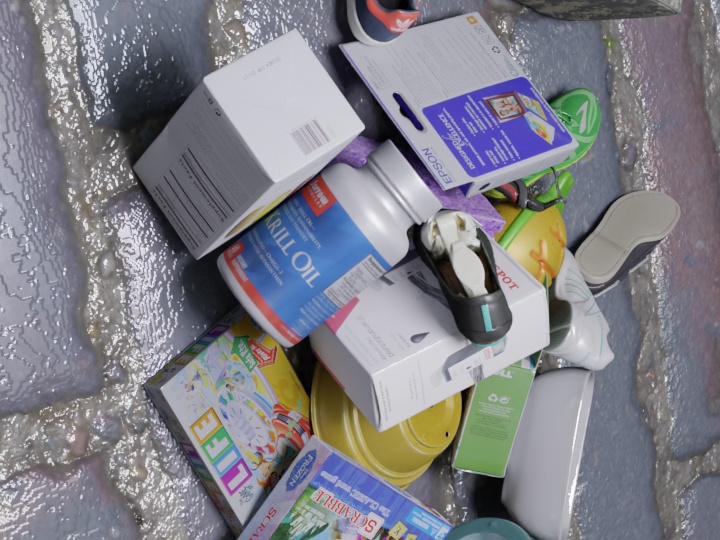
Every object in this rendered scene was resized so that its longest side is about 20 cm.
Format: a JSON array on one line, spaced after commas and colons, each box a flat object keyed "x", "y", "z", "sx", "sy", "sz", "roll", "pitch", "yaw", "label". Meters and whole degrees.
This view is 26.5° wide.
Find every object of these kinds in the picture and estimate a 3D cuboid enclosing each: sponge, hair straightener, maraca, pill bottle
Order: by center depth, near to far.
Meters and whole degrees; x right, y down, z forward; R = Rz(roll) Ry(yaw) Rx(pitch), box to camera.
[{"x": -0.026, "y": -0.030, "z": 1.432, "sx": 0.200, "sy": 0.112, "sz": 0.112, "roll": -40, "pitch": 120, "yaw": 4, "label": "pill bottle"}, {"x": 0.047, "y": -0.089, "z": 1.578, "sx": 0.200, "sy": 0.112, "sz": 0.030, "roll": 10, "pitch": 124, "yaw": -37, "label": "sponge"}, {"x": 0.138, "y": -0.132, "z": 1.622, "sx": 0.200, "sy": 0.041, "sz": 0.077, "roll": 32, "pitch": 71, "yaw": 8, "label": "hair straightener"}, {"x": 0.179, "y": -0.032, "z": 1.684, "sx": 0.107, "sy": 0.137, "sz": 0.200, "roll": 35, "pitch": 52, "yaw": 13, "label": "maraca"}]

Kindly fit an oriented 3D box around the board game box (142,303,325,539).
[{"x": -0.111, "y": 0.153, "z": 1.509, "sx": 0.134, "sy": 0.034, "sz": 0.200, "roll": -42, "pitch": 117, "yaw": -29, "label": "board game box"}]

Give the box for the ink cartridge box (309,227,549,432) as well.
[{"x": 0.065, "y": 0.049, "z": 1.499, "sx": 0.200, "sy": 0.146, "sz": 0.085, "roll": -25, "pitch": 134, "yaw": -18, "label": "ink cartridge box"}]

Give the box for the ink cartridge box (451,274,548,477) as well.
[{"x": 0.147, "y": 0.107, "z": 1.613, "sx": 0.104, "sy": 0.059, "sz": 0.200, "roll": -79, "pitch": -179, "yaw": -57, "label": "ink cartridge box"}]

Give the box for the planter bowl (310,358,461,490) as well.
[{"x": 0.046, "y": 0.137, "z": 1.579, "sx": 0.200, "sy": 0.083, "sz": 0.201, "roll": 7, "pitch": 80, "yaw": -48, "label": "planter bowl"}]

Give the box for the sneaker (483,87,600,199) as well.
[{"x": 0.206, "y": -0.150, "z": 1.708, "sx": 0.074, "sy": 0.084, "sz": 0.200, "roll": 43, "pitch": 57, "yaw": 15, "label": "sneaker"}]

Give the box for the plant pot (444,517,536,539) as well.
[{"x": 0.153, "y": 0.364, "z": 1.606, "sx": 0.200, "sy": 0.200, "sz": 0.188, "roll": -54, "pitch": 133, "yaw": -23, "label": "plant pot"}]

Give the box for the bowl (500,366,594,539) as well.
[{"x": 0.208, "y": 0.201, "z": 1.703, "sx": 0.200, "sy": 0.075, "sz": 0.200, "roll": 25, "pitch": 76, "yaw": -77, "label": "bowl"}]

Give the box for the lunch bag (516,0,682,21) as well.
[{"x": 0.269, "y": -0.371, "z": 1.682, "sx": 0.139, "sy": 0.200, "sz": 0.168, "roll": 13, "pitch": 85, "yaw": -39, "label": "lunch bag"}]

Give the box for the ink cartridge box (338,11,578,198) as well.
[{"x": 0.097, "y": -0.171, "z": 1.587, "sx": 0.200, "sy": 0.043, "sz": 0.198, "roll": -19, "pitch": 66, "yaw": -37, "label": "ink cartridge box"}]

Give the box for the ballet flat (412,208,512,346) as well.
[{"x": 0.097, "y": -0.014, "z": 1.448, "sx": 0.068, "sy": 0.200, "sz": 0.068, "roll": -20, "pitch": 132, "yaw": -5, "label": "ballet flat"}]

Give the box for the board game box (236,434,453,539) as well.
[{"x": -0.033, "y": 0.291, "z": 1.528, "sx": 0.200, "sy": 0.041, "sz": 0.200, "roll": 36, "pitch": 90, "yaw": -38, "label": "board game box"}]

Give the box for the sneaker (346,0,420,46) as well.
[{"x": 0.018, "y": -0.332, "z": 1.541, "sx": 0.075, "sy": 0.084, "sz": 0.200, "roll": -14, "pitch": 87, "yaw": -34, "label": "sneaker"}]

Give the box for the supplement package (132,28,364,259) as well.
[{"x": -0.105, "y": -0.110, "z": 1.380, "sx": 0.114, "sy": 0.200, "sz": 0.110, "roll": -34, "pitch": 88, "yaw": -32, "label": "supplement package"}]

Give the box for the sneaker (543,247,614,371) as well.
[{"x": 0.231, "y": 0.046, "z": 1.702, "sx": 0.080, "sy": 0.070, "sz": 0.200, "roll": 34, "pitch": 27, "yaw": -20, "label": "sneaker"}]

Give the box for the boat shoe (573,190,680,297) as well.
[{"x": 0.312, "y": -0.031, "z": 1.838, "sx": 0.200, "sy": 0.073, "sz": 0.063, "roll": -38, "pitch": 157, "yaw": -37, "label": "boat shoe"}]
